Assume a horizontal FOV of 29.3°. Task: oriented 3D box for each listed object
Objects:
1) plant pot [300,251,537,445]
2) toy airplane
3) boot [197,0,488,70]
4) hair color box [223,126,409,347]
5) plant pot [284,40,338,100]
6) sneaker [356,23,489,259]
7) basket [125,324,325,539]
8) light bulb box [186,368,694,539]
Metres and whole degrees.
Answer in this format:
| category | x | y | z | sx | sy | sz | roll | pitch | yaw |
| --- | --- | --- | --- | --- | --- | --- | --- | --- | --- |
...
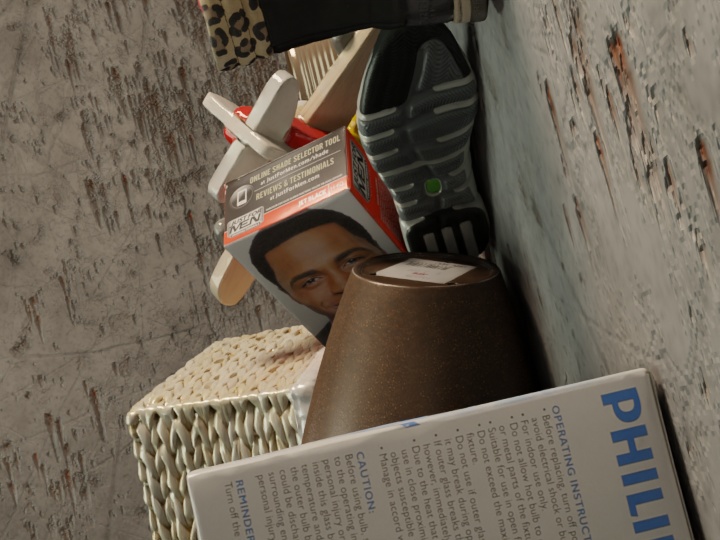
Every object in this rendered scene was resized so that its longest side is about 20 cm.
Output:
| category | x | y | z | sx | sy | sz | roll | pitch | yaw |
| --- | --- | --- | --- | --- | --- | --- | --- | --- | --- |
| plant pot | 0.040 | 0.096 | 0.866 | 0.187 | 0.184 | 0.203 | -116 | 25 | -76 |
| toy airplane | -0.037 | -0.086 | 1.009 | 0.141 | 0.198 | 0.201 | -129 | 22 | -52 |
| boot | -0.026 | -0.198 | 0.726 | 0.073 | 0.149 | 0.202 | 77 | 176 | -67 |
| hair color box | 0.000 | 0.000 | 0.953 | 0.200 | 0.101 | 0.062 | 47 | -151 | -41 |
| plant pot | -0.017 | -0.178 | 1.236 | 0.201 | 0.091 | 0.204 | 166 | 90 | -88 |
| sneaker | 0.031 | -0.103 | 0.876 | 0.201 | 0.074 | 0.116 | 78 | 179 | -47 |
| basket | -0.058 | 0.154 | 1.075 | 0.200 | 0.159 | 0.201 | -42 | -57 | -67 |
| light bulb box | 0.036 | 0.131 | 0.641 | 0.198 | 0.197 | 0.127 | 100 | 157 | -83 |
